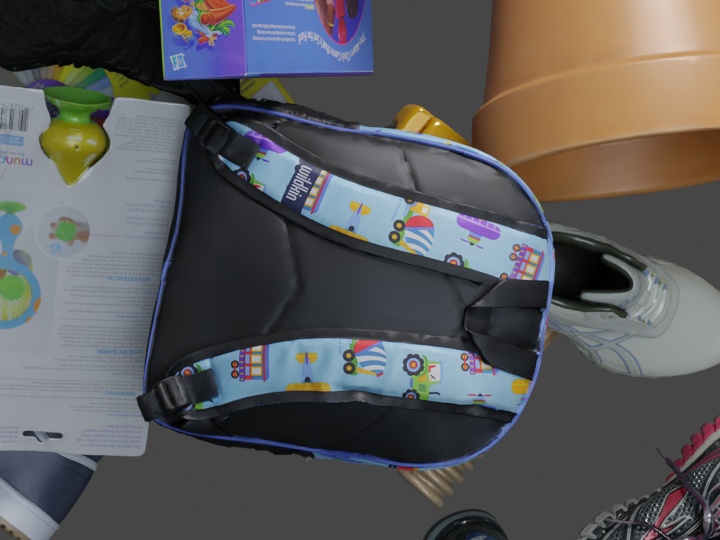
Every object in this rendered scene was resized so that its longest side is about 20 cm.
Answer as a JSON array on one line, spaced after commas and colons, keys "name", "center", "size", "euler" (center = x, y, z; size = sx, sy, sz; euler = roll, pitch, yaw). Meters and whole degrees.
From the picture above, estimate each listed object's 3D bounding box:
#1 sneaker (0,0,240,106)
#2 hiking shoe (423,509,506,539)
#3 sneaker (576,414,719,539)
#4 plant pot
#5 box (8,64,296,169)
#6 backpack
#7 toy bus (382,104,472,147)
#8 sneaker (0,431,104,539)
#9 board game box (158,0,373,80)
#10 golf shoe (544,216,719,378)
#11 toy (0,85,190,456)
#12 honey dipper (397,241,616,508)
[{"name": "sneaker", "center": [-0.142, -0.129, 0.806], "size": [0.103, 0.200, 0.061], "euler": [-13, 66, 16]}, {"name": "hiking shoe", "center": [0.089, 0.254, 1.009], "size": [0.074, 0.087, 0.202], "euler": [-22, 103, -8]}, {"name": "sneaker", "center": [0.203, 0.169, 1.026], "size": [0.200, 0.075, 0.081], "euler": [-46, 104, -10]}, {"name": "plant pot", "center": [0.155, -0.127, 0.930], "size": [0.198, 0.200, 0.142], "euler": [-5, 84, -12]}, {"name": "box", "center": [-0.123, -0.115, 0.893], "size": [0.117, 0.048, 0.200], "euler": [-38, 131, -2]}, {"name": "backpack", "center": [-0.001, 0.012, 0.850], "size": [0.198, 0.135, 0.185], "euler": [9, 87, 4]}, {"name": "toy bus", "center": [0.000, 0.000, 0.962], "size": [0.065, 0.078, 0.201], "euler": [36, 90, -15]}, {"name": "sneaker", "center": [-0.227, 0.057, 0.927], "size": [0.200, 0.070, 0.109], "euler": [42, 78, -6]}, {"name": "board game box", "center": [-0.045, -0.169, 0.844], "size": [0.044, 0.200, 0.136], "euler": [0, 96, 18]}, {"name": "golf shoe", "center": [0.153, 0.020, 0.964], "size": [0.198, 0.097, 0.079], "euler": [17, 88, -19]}, {"name": "toy", "center": [-0.161, -0.002, 0.859], "size": [0.114, 0.047, 0.202], "euler": [4, 113, -17]}, {"name": "honey dipper", "center": [0.099, 0.061, 1.020], "size": [0.038, 0.038, 0.200], "euler": [42, 84, -15]}]
